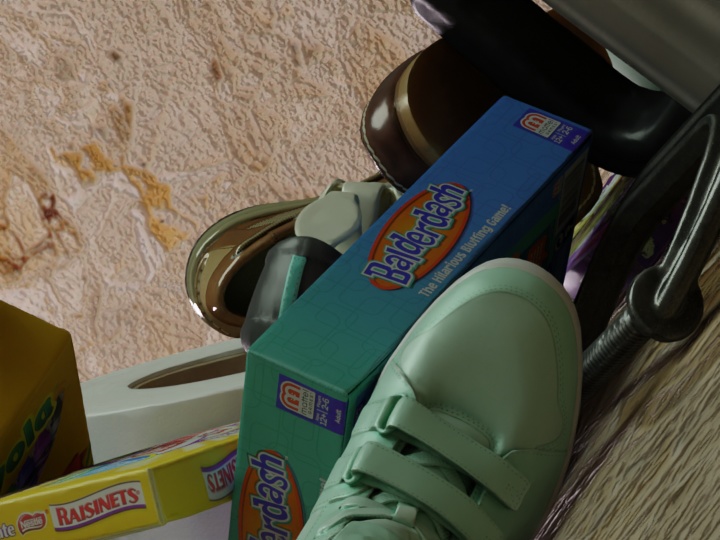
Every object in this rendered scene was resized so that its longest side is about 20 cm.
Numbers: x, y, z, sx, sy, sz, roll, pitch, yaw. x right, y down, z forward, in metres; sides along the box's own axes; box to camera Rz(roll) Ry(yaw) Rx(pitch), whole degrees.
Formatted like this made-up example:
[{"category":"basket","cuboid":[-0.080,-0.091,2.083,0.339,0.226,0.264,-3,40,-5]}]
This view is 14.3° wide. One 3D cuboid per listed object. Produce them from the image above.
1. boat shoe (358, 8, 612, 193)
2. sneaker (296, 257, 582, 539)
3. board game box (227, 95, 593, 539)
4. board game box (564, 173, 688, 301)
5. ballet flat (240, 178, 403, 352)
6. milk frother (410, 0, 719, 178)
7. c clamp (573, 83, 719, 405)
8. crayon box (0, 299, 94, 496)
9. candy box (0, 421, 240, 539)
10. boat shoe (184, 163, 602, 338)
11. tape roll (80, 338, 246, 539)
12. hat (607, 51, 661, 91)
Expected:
[{"category":"boat shoe","cuboid":[0.046,-0.063,1.235,0.070,0.071,0.200,-27,-2,28]},{"category":"sneaker","cuboid":[0.022,0.081,0.936,0.201,0.073,0.118,-63,-3,-10]},{"category":"board game box","cuboid":[0.018,0.046,1.098,0.200,0.045,0.153,-45,-29,-47]},{"category":"board game box","cuboid":[0.125,-0.029,1.296,0.120,0.032,0.200,-49,-1,-16]},{"category":"ballet flat","cuboid":[0.000,0.000,1.187,0.200,0.068,0.069,-39,-45,-77]},{"category":"milk frother","cuboid":[0.128,-0.161,1.147,0.200,0.188,0.181,-50,-6,-23]},{"category":"c clamp","cuboid":[0.097,0.015,1.049,0.171,0.027,0.200,-64,4,-31]},{"category":"crayon box","cuboid":[-0.159,0.097,1.122,0.127,0.051,0.200,-57,-18,-28]},{"category":"candy box","cuboid":[-0.079,0.081,1.089,0.102,0.027,0.200,-13,0,21]},{"category":"boat shoe","cuboid":[0.018,-0.012,1.321,0.199,0.076,0.074,-21,11,-4]},{"category":"tape roll","cuboid":[-0.046,0.073,1.296,0.201,0.071,0.202,-13,4,1]},{"category":"hat","cuboid":[0.114,-0.167,1.368,0.200,0.176,0.166,-43,-3,30]}]
